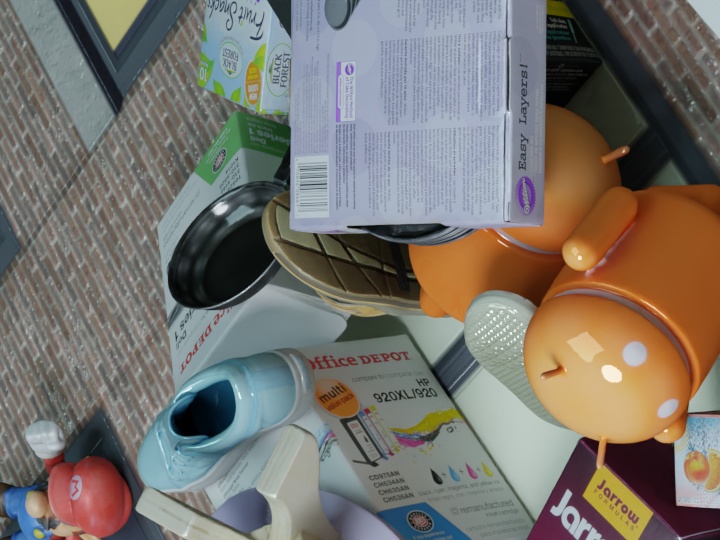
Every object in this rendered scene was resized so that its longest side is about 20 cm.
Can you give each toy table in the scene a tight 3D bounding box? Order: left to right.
[{"bbox_3d":[-0.053,0.204,1.552,0.200,0.117,0.184,10,78,32],"label":"toy table"}]

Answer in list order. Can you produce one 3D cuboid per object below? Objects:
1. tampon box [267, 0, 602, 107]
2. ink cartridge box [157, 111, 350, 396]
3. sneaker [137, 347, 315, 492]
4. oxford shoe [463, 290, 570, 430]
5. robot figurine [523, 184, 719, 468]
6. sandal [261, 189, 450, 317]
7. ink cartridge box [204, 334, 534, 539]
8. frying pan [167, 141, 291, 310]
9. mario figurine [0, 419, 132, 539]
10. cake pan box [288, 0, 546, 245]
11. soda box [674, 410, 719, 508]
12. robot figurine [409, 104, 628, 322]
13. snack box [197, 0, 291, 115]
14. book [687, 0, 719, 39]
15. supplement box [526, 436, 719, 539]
[{"bbox_3d":[0.046,-0.184,1.637,0.126,0.150,0.200,-49,60,36],"label":"tampon box"},{"bbox_3d":[-0.086,-0.001,1.787,0.146,0.084,0.200,-53,31,34],"label":"ink cartridge box"},{"bbox_3d":[-0.121,0.109,1.668,0.200,0.082,0.074,-39,64,42],"label":"sneaker"},{"bbox_3d":[0.124,0.051,1.557,0.075,0.200,0.058,11,71,29],"label":"oxford shoe"},{"bbox_3d":[0.178,0.030,1.455,0.116,0.200,0.144,29,144,12],"label":"robot figurine"},{"bbox_3d":[0.000,0.000,1.661,0.054,0.200,0.081,-31,58,35],"label":"sandal"},{"bbox_3d":[0.001,0.171,1.709,0.200,0.147,0.145,56,128,28],"label":"ink cartridge box"},{"bbox_3d":[-0.081,-0.046,1.694,0.115,0.031,0.190,-7,50,39],"label":"frying pan"},{"bbox_3d":[-0.290,0.213,2.045,0.124,0.106,0.200,49,143,-11],"label":"mario figurine"},{"bbox_3d":[0.036,-0.117,1.504,0.184,0.052,0.201,-3,86,40],"label":"cake pan box"},{"bbox_3d":[0.296,0.122,1.451,0.200,0.068,0.064,-1,89,46],"label":"soda box"},{"bbox_3d":[0.108,-0.037,1.583,0.144,0.117,0.200,48,142,12],"label":"robot figurine"},{"bbox_3d":[-0.073,-0.233,1.805,0.142,0.053,0.201,-150,64,-63],"label":"snack box"},{"bbox_3d":[0.262,-0.226,1.490,0.134,0.048,0.200,-55,54,29],"label":"book"},{"bbox_3d":[0.171,0.222,1.577,0.110,0.085,0.200,44,122,36],"label":"supplement box"}]
